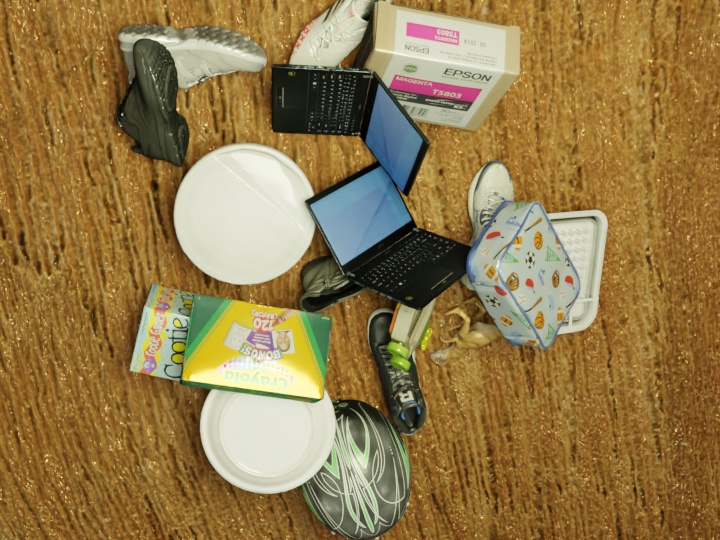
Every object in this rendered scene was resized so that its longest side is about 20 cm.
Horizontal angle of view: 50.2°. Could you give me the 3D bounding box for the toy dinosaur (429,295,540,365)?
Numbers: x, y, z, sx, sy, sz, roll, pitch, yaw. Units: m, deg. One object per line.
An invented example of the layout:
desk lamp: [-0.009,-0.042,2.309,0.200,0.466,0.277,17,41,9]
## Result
toy dinosaur: [0.192,0.097,1.222,0.199,0.060,0.107,-23,96,43]

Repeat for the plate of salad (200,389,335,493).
plate of salad: [-0.135,0.228,1.135,0.197,0.048,0.203,0,95,-4]

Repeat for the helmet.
helmet: [-0.009,0.316,1.217,0.197,0.191,0.203,-2,108,-7]

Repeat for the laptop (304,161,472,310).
laptop: [0.054,-0.057,1.078,0.177,0.199,0.104,-34,134,-40]

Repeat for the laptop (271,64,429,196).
laptop: [-0.021,-0.182,1.033,0.197,0.177,0.105,2,72,-6]

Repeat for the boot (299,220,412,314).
boot: [0.000,0.000,1.144,0.198,0.131,0.068,-28,110,2]

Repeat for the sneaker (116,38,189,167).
sneaker: [-0.287,-0.219,1.027,0.089,0.077,0.201,7,140,2]

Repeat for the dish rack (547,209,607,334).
dish rack: [0.304,0.002,1.219,0.169,0.044,0.203,-6,110,-22]

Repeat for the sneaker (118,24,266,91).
sneaker: [-0.228,-0.288,1.058,0.197,0.075,0.083,4,124,-4]

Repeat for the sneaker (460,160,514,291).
sneaker: [0.204,-0.065,1.163,0.076,0.085,0.203,5,93,-9]

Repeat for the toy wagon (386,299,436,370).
toy wagon: [0.085,0.072,1.163,0.039,0.200,0.156,22,72,14]

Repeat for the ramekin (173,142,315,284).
ramekin: [-0.164,-0.089,1.111,0.199,0.094,0.205,-2,109,-6]

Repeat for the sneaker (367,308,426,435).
sneaker: [0.066,0.166,1.220,0.072,0.112,0.202,-17,110,-3]

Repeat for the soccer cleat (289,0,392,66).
soccer cleat: [-0.024,-0.333,1.053,0.200,0.085,0.069,-44,109,7]

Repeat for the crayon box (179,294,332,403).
crayon box: [-0.145,0.112,1.079,0.197,0.058,0.120,10,73,-13]

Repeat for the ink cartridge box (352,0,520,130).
ink cartridge box: [0.096,-0.271,1.045,0.197,0.165,0.076,7,73,-10]

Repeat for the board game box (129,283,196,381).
board game box: [-0.232,0.105,1.162,0.197,0.105,0.104,14,106,-13]

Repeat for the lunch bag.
lunch bag: [0.241,0.006,1.107,0.161,0.075,0.201,-55,127,-28]
